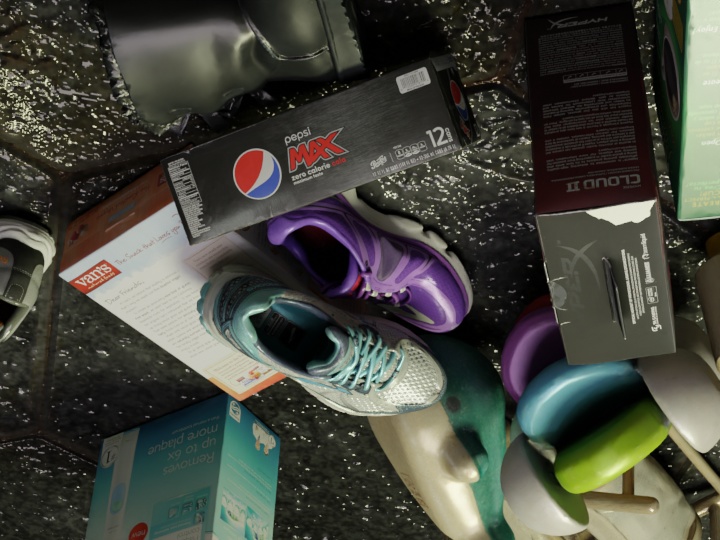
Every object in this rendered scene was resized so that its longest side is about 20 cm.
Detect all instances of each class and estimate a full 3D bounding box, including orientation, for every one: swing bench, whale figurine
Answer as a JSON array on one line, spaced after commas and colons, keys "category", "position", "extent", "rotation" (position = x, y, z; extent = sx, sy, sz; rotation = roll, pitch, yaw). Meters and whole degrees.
[{"category": "swing bench", "position": [0.206, 0.219, 1.355], "extent": [0.200, 0.130, 0.199], "rotation": [-17, 136, 29]}, {"category": "whale figurine", "position": [0.082, 0.143, 1.241], "extent": [0.104, 0.200, 0.159], "rotation": [-28, -177, -13]}]

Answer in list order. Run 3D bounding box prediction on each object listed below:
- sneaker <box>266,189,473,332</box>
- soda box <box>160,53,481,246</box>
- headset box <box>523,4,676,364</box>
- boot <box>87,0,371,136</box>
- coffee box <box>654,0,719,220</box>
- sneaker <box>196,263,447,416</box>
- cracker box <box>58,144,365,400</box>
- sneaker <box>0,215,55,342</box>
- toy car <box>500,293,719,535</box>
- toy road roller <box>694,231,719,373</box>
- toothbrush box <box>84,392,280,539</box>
[{"category": "sneaker", "position": [0.000, 0.000, 1.144], "extent": [0.200, 0.083, 0.081], "rotation": [32, 131, -30]}, {"category": "soda box", "position": [-0.026, -0.080, 1.027], "extent": [0.200, 0.071, 0.063], "rotation": [-18, 95, 18]}, {"category": "headset box", "position": [0.154, -0.047, 0.994], "extent": [0.075, 0.200, 0.149], "rotation": [-7, 137, 11]}, {"category": "boot", "position": [-0.088, -0.168, 0.960], "extent": [0.162, 0.073, 0.198], "rotation": [-10, 145, 7]}, {"category": "coffee box", "position": [0.209, -0.141, 0.947], "extent": [0.044, 0.123, 0.200], "rotation": [-6, 137, 5]}, {"category": "sneaker", "position": [-0.020, 0.063, 1.111], "extent": [0.200, 0.086, 0.078], "rotation": [22, 91, -23]}, {"category": "cracker box", "position": [-0.109, 0.007, 1.176], "extent": [0.134, 0.058, 0.200], "rotation": [-28, 131, 28]}, {"category": "sneaker", "position": [-0.309, 0.036, 1.204], "extent": [0.074, 0.079, 0.200], "rotation": [25, 135, -26]}, {"category": "toy car", "position": [0.171, 0.088, 1.160], "extent": [0.175, 0.200, 0.150], "rotation": [-35, 95, 17]}, {"category": "toy road roller", "position": [0.361, 0.024, 1.131], "extent": [0.200, 0.123, 0.146], "rotation": [-22, 144, 25]}, {"category": "toothbrush box", "position": [-0.155, 0.224, 1.317], "extent": [0.146, 0.200, 0.085], "rotation": [-21, 134, 26]}]
